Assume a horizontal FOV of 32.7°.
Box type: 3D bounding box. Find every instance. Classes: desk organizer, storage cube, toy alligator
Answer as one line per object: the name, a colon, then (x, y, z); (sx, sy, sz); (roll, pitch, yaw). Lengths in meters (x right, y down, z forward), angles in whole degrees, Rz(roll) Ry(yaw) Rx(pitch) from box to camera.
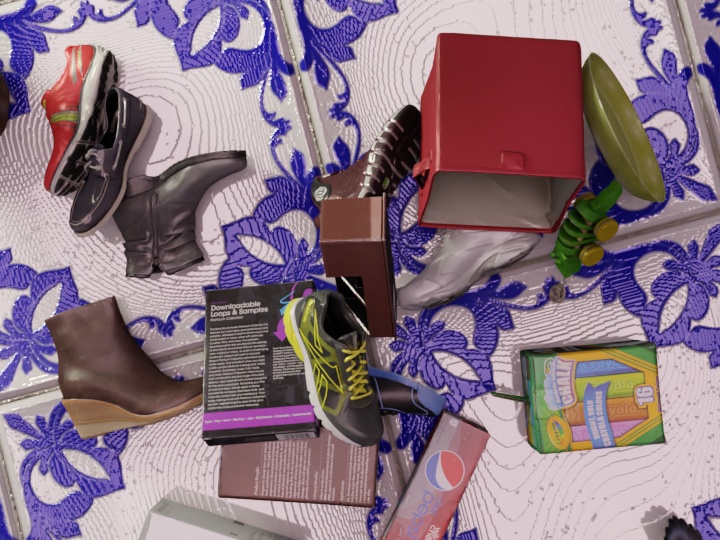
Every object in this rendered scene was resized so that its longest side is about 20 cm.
desk organizer: (0.000, 0.000, 1.484); (0.076, 0.201, 0.072); (-2, 52, 5)
storage cube: (0.162, -0.162, 1.469); (0.198, 0.171, 0.181); (3, 70, -3)
toy alligator: (0.258, -0.030, 1.497); (0.054, 0.201, 0.060); (-5, 47, -30)

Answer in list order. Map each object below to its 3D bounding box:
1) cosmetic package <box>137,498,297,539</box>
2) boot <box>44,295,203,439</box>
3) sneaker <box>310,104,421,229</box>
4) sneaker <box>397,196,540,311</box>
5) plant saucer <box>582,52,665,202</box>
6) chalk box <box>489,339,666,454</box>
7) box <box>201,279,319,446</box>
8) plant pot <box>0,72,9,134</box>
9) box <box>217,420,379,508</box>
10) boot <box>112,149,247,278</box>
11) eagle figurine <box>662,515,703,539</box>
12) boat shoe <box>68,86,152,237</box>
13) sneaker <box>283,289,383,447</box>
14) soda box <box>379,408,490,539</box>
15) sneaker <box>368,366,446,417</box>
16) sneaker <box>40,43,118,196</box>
cosmetic package: (-0.174, 0.352, 1.531); (0.198, 0.102, 0.075); (19, 89, 0)
boot: (-0.292, 0.113, 1.551); (0.198, 0.072, 0.168); (-14, 91, 5)
sneaker: (-0.003, -0.131, 1.553); (0.115, 0.076, 0.201); (8, 59, 38)
sneaker: (0.123, -0.023, 1.551); (0.199, 0.078, 0.100); (-30, 82, -8)
plant saucer: (0.313, -0.169, 1.492); (0.031, 0.200, 0.201); (-25, 88, 24)
chalk box: (0.261, 0.157, 1.513); (0.198, 0.125, 0.125); (-6, 88, 2)
box: (-0.123, 0.113, 1.522); (0.142, 0.036, 0.202); (-5, 65, 7)
plant pot: (-0.530, -0.218, 1.501); (0.198, 0.198, 0.202); (0, 88, 2)
box: (-0.076, 0.239, 1.545); (0.198, 0.075, 0.101); (5, 89, 0)
boot: (-0.219, -0.070, 1.562); (0.198, 0.070, 0.133); (-19, 89, 13)
eagle figurine: (0.394, 0.427, 1.519); (0.151, 0.151, 0.201); (-8, 51, -37)
boat shoe: (-0.325, -0.138, 1.528); (0.072, 0.063, 0.201); (2, 62, 35)
sneaker: (-0.024, 0.115, 1.459); (0.074, 0.084, 0.201); (-24, 83, -42)
soda box: (0.092, 0.279, 1.544); (0.070, 0.063, 0.201); (26, 90, 2)
sneaker: (0.005, 0.160, 1.543); (0.198, 0.070, 0.079); (18, 79, 11)
sneaker: (-0.372, -0.193, 1.568); (0.084, 0.077, 0.202); (14, 82, 13)
